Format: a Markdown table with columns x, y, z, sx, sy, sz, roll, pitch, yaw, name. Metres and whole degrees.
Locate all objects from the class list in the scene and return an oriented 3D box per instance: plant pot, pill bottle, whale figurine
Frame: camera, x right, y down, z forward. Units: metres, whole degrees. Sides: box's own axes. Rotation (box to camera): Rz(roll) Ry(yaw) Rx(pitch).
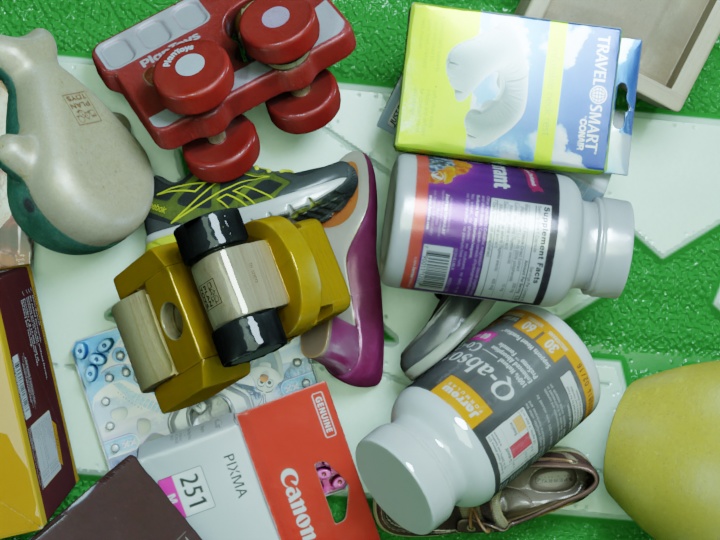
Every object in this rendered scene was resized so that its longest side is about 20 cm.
| x | y | z | sx | sy | sz | roll | pitch | yaw | name |
| --- | --- | --- | --- | --- | --- | --- | --- | --- | --- |
| 0.290 | 0.160 | 1.506 | 0.141 | 0.200 | 0.201 | 13 | 87 | 25 | plant pot |
| 0.098 | 0.126 | 1.487 | 0.200 | 0.116 | 0.117 | -35 | 90 | -28 | pill bottle |
| 0.120 | -0.030 | 1.463 | 0.199 | 0.111 | 0.112 | 7 | 87 | -4 | pill bottle |
| -0.263 | -0.105 | 1.508 | 0.104 | 0.159 | 0.201 | -31 | 85 | 36 | whale figurine |

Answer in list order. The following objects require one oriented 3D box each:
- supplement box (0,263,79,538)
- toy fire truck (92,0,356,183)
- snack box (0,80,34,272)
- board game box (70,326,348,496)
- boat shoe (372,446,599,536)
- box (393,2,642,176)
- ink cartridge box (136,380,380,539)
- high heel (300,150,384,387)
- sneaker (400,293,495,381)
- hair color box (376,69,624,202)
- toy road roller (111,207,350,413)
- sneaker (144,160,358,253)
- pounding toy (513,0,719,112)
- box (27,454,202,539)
| x | y | z | sx | sy | sz | roll | pitch | yaw | name |
| --- | --- | --- | --- | --- | --- | --- | --- | --- | --- |
| -0.327 | 0.108 | 1.441 | 0.132 | 0.200 | 0.199 | -12 | 94 | 0 | supplement box |
| -0.115 | -0.186 | 1.507 | 0.199 | 0.112 | 0.168 | -31 | 52 | -9 | toy fire truck |
| -0.321 | -0.098 | 1.547 | 0.071 | 0.024 | 0.202 | 0 | 88 | -4 | snack box |
| -0.131 | 0.127 | 1.549 | 0.199 | 0.026 | 0.201 | -18 | 89 | -4 | board game box |
| 0.110 | 0.193 | 1.535 | 0.199 | 0.072 | 0.073 | -6 | 92 | -4 | boat shoe |
| 0.132 | -0.147 | 1.460 | 0.199 | 0.048 | 0.123 | 6 | 91 | -1 | box |
| -0.078 | 0.217 | 1.517 | 0.173 | 0.044 | 0.201 | -19 | 103 | -2 | ink cartridge box |
| 0.000 | 0.000 | 1.559 | 0.067 | 0.096 | 0.201 | -10 | 64 | 33 | high heel |
| 0.076 | -0.004 | 1.549 | 0.106 | 0.075 | 0.200 | 39 | 77 | 4 | sneaker |
| 0.125 | -0.128 | 1.535 | 0.199 | 0.061 | 0.099 | 28 | 50 | -2 | hair color box |
| -0.101 | 0.026 | 1.476 | 0.145 | 0.200 | 0.124 | -14 | 79 | -40 | toy road roller |
| -0.101 | -0.068 | 1.520 | 0.199 | 0.074 | 0.085 | -17 | 77 | 9 | sneaker |
| 0.221 | -0.268 | 1.544 | 0.199 | 0.142 | 0.185 | 26 | 97 | -4 | pounding toy |
| -0.209 | 0.297 | 1.441 | 0.164 | 0.166 | 0.200 | -39 | 90 | 33 | box |
